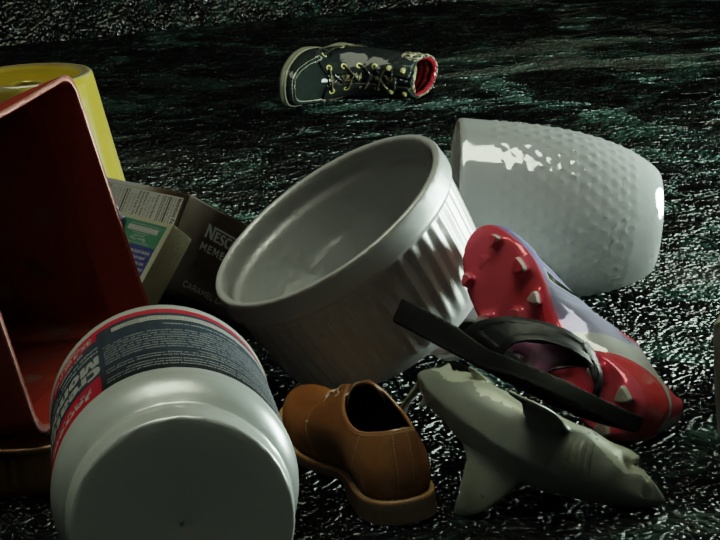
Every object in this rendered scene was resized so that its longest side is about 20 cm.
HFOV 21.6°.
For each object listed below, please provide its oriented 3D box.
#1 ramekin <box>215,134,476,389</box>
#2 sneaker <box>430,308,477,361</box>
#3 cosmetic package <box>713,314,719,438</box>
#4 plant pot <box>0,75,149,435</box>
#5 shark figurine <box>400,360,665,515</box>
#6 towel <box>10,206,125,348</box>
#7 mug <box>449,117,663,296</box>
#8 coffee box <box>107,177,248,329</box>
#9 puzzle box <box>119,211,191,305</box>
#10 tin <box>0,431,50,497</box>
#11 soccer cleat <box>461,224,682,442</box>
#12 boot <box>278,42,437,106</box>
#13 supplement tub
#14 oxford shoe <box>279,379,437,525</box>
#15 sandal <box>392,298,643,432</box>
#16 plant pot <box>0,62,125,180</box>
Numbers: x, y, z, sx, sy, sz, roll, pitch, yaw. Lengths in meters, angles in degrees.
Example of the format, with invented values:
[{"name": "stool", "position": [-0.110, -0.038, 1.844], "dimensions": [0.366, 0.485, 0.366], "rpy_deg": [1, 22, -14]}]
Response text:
[{"name": "ramekin", "position": [0.000, 0.000, 1.416], "dimensions": [0.199, 0.105, 0.201], "rpy_deg": [-29, 24, 14]}, {"name": "sneaker", "position": [0.059, 0.034, 1.491], "dimensions": [0.199, 0.076, 0.088], "rpy_deg": [6, 41, 45]}, {"name": "cosmetic package", "position": [0.317, 0.049, 1.329], "dimensions": [0.102, 0.088, 0.200], "rpy_deg": [2, 17, 23]}, {"name": "plant pot", "position": [-0.285, 0.000, 1.320], "dimensions": [0.175, 0.202, 0.200], "rpy_deg": [-12, 15, 21]}, {"name": "shark figurine", "position": [0.074, 0.109, 1.198], "dimensions": [0.214, 0.090, 0.128], "rpy_deg": [24, -4, 43]}, {"name": "towel", "position": [-0.280, 0.026, 1.478], "dimensions": [0.143, 0.024, 0.201], "rpy_deg": [3, 50, 27]}, {"name": "mug", "position": [0.161, -0.042, 1.623], "dimensions": [0.173, 0.149, 0.200], "rpy_deg": [4, -15, -2]}, {"name": "coffee box", "position": [-0.182, -0.021, 1.611], "dimensions": [0.199, 0.080, 0.114], "rpy_deg": [13, -11, 44]}, {"name": "puzzle box", "position": [-0.234, 0.011, 1.530], "dimensions": [0.199, 0.134, 0.025], "rpy_deg": [14, -19, 45]}, {"name": "tin", "position": [-0.266, 0.120, 1.290], "dimensions": [0.198, 0.042, 0.112], "rpy_deg": [-2, 20, 6]}, {"name": "soccer cleat", "position": [0.144, 0.044, 1.321], "dimensions": [0.076, 0.067, 0.200], "rpy_deg": [5, 36, -48]}, {"name": "boot", "position": [-0.003, -0.261, 2.533], "dimensions": [0.152, 0.074, 0.203], "rpy_deg": [9, 21, 29]}, {"name": "supplement tub", "position": [-0.111, 0.110, 1.098], "dimensions": [0.139, 0.142, 0.200], "rpy_deg": [-5, 15, -8]}, {"name": "oxford shoe", "position": [-0.003, 0.101, 1.246], "dimensions": [0.071, 0.072, 0.200], "rpy_deg": [-11, 16, -22]}, {"name": "sandal", "position": [0.105, 0.051, 1.251], "dimensions": [0.199, 0.048, 0.075], "rpy_deg": [26, -2, 37]}, {"name": "plant pot", "position": [-0.304, -0.089, 1.758], "dimensions": [0.198, 0.191, 0.201], "rpy_deg": [-3, 16, 1]}]
